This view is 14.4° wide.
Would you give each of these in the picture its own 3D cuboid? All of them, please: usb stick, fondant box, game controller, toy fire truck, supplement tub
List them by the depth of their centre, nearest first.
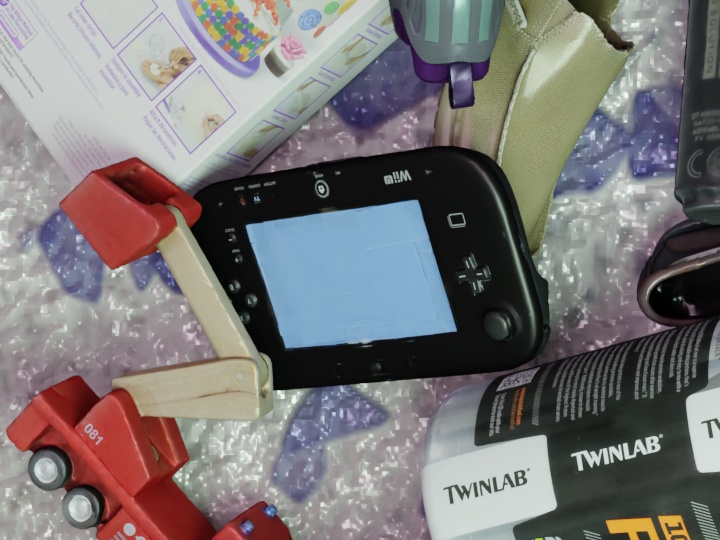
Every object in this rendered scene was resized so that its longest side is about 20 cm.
[{"bbox_3d":[0.137,0.087,1.220,0.199,0.122,0.123,-17,76,27],"label":"supplement tub"},{"bbox_3d":[0.172,-0.118,1.270,0.055,0.033,0.201,-3,68,27],"label":"usb stick"},{"bbox_3d":[0.000,0.000,1.299,0.199,0.042,0.105,-7,113,43],"label":"game controller"},{"bbox_3d":[-0.089,0.063,1.332,0.200,0.049,0.141,48,113,7],"label":"toy fire truck"},{"bbox_3d":[-0.077,-0.128,1.383,0.200,0.058,0.145,-42,70,13],"label":"fondant box"}]

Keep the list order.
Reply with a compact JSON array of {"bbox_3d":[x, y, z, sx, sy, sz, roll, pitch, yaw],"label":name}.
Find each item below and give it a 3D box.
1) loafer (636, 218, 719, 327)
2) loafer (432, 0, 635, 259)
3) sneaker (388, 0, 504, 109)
[{"bbox_3d":[0.216,0.003,1.234,0.199,0.063,0.072,-6,101,24],"label":"loafer"},{"bbox_3d":[0.084,-0.095,1.302,0.067,0.076,0.201,7,85,29],"label":"loafer"},{"bbox_3d":[0.026,-0.141,1.277,0.074,0.200,0.088,0,113,-4],"label":"sneaker"}]
